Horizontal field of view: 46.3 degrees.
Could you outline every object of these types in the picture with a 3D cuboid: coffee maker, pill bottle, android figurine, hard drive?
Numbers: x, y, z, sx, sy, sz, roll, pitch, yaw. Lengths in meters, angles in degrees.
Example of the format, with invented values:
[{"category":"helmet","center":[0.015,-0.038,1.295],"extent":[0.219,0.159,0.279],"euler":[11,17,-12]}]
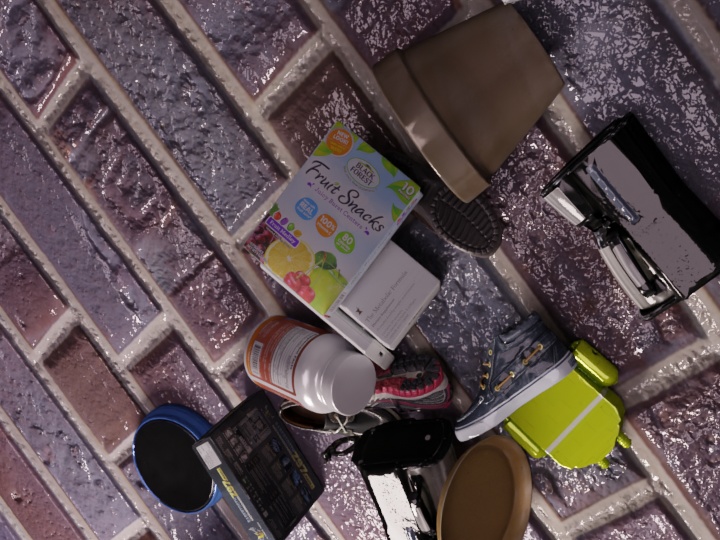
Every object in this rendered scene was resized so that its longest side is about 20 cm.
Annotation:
[{"category":"coffee maker","center":[0.071,0.329,1.226],"extent":[0.189,0.134,0.204],"euler":[2,118,42]},{"category":"pill bottle","center":[-0.072,0.139,1.216],"extent":[0.198,0.111,0.115],"euler":[15,117,47]},{"category":"coffee maker","center":[0.338,-0.080,0.971],"extent":[0.191,0.135,0.201],"euler":[-40,89,9]},{"category":"android figurine","center":[0.271,0.181,1.134],"extent":[0.199,0.041,0.183],"euler":[40,120,12]},{"category":"hard drive","center":[-0.045,0.059,1.186],"extent":[0.199,0.132,0.026],"euler":[39,86,22]}]

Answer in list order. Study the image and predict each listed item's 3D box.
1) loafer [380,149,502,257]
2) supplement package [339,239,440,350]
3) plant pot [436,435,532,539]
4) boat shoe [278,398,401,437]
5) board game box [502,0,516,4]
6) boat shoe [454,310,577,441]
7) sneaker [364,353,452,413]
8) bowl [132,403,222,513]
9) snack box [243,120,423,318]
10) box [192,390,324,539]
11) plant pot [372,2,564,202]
[{"category":"loafer","center":[0.104,-0.090,1.112],"extent":[0.199,0.071,0.074],"euler":[38,93,10]},{"category":"supplement package","center":[0.000,0.000,1.143],"extent":[0.199,0.110,0.114],"euler":[39,88,9]},{"category":"plant pot","center":[0.168,0.326,1.158],"extent":[0.027,0.198,0.205],"euler":[5,112,47]},{"category":"boat shoe","center":[-0.031,0.230,1.291],"extent":[0.196,0.068,0.073],"euler":[13,113,19]},{"category":"board game box","center":[0.189,-0.362,0.885],"extent":[0.104,0.200,0.104],"euler":[-36,91,32]},{"category":"boat shoe","center":[0.184,0.140,1.113],"extent":[0.200,0.071,0.092],"euler":[-41,82,25]},{"category":"sneaker","center":[0.041,0.176,1.232],"extent":[0.197,0.082,0.075],"euler":[-4,137,36]},{"category":"bowl","center":[-0.322,0.338,1.493],"extent":[0.197,0.039,0.205],"euler":[9,112,24]},{"category":"snack box","center":[-0.035,-0.064,1.070],"extent":[0.142,0.053,0.201],"euler":[39,91,9]},{"category":"box","center":[-0.157,0.314,1.332],"extent":[0.051,0.157,0.202],"euler":[-30,95,32]},{"category":"plant pot","center":[0.136,-0.212,0.989],"extent":[0.172,0.200,0.202],"euler":[-36,90,16]}]
